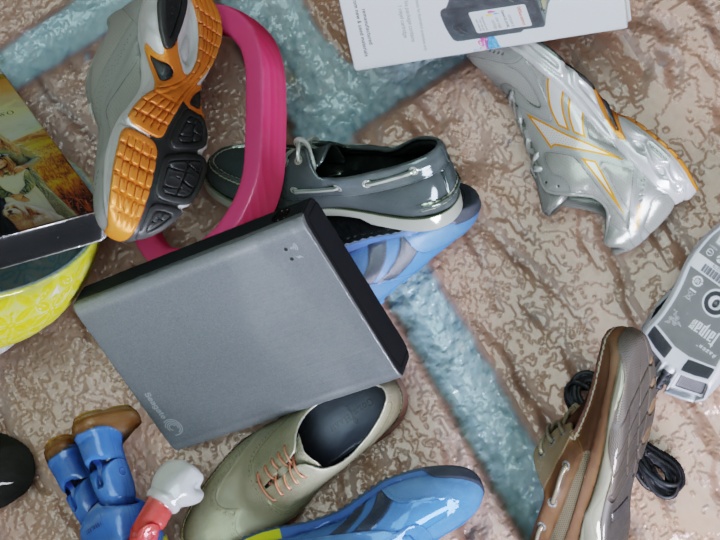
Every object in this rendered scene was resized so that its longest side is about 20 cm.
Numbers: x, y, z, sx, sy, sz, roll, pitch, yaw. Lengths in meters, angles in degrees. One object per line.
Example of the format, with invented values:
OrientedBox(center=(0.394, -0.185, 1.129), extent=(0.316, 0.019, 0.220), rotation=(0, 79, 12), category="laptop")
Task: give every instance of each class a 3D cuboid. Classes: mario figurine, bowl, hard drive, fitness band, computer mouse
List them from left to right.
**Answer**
OrientedBox(center=(-0.285, -0.001, 1.280), extent=(0.198, 0.201, 0.108), rotation=(13, 129, 8), category="bowl")
OrientedBox(center=(-0.156, 0.203, 1.264), extent=(0.105, 0.124, 0.202), rotation=(-15, 69, -13), category="mario figurine")
OrientedBox(center=(-0.117, -0.095, 1.275), extent=(0.143, 0.037, 0.202), rotation=(-15, 67, 34), category="fitness band")
OrientedBox(center=(-0.084, 0.041, 1.233), extent=(0.199, 0.033, 0.140), rotation=(-20, 116, 28), category="hard drive")
OrientedBox(center=(0.235, 0.053, 1.255), extent=(0.109, 0.044, 0.201), rotation=(38, 95, 14), category="computer mouse")

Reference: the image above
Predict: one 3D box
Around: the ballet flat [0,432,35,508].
OrientedBox(center=(-0.342, 0.151, 1.301), extent=(0.198, 0.068, 0.069), rotation=(-2, 83, 7), category="ballet flat")

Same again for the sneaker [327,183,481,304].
OrientedBox(center=(0.000, 0.000, 1.287), extent=(0.198, 0.066, 0.079), rotation=(-25, 121, -8), category="sneaker")

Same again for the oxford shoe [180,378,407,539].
OrientedBox(center=(-0.054, 0.137, 1.263), extent=(0.200, 0.074, 0.071), rotation=(-43, 83, 2), category="oxford shoe")

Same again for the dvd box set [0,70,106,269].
OrientedBox(center=(-0.286, -0.070, 1.256), extent=(0.145, 0.030, 0.200), rotation=(-16, 43, -26), category="dvd box set")

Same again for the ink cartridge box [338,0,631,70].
OrientedBox(center=(0.083, -0.233, 1.252), extent=(0.198, 0.083, 0.147), rotation=(-9, 48, 6), category="ink cartridge box")

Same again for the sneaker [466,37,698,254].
OrientedBox(center=(0.141, -0.093, 1.267), extent=(0.200, 0.076, 0.092), rotation=(41, 94, 11), category="sneaker")

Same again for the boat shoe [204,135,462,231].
OrientedBox(center=(-0.024, -0.076, 1.266), extent=(0.198, 0.062, 0.073), rotation=(8, 44, 21), category="boat shoe")

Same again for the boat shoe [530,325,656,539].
OrientedBox(center=(0.152, 0.131, 1.217), extent=(0.071, 0.076, 0.202), rotation=(18, 109, 25), category="boat shoe")

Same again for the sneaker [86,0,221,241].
OrientedBox(center=(-0.157, -0.106, 1.237), extent=(0.091, 0.075, 0.202), rotation=(-16, 53, 41), category="sneaker")

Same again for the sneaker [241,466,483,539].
OrientedBox(center=(-0.001, 0.204, 1.234), extent=(0.198, 0.066, 0.079), rotation=(-22, 46, 2), category="sneaker")
